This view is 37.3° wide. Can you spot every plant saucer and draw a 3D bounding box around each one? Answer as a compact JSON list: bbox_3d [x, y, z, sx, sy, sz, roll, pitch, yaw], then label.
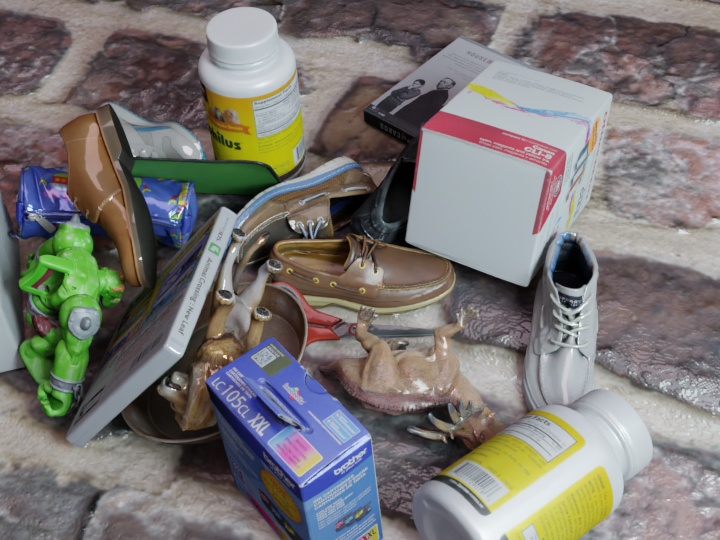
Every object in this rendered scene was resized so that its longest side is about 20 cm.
[{"bbox_3d":[-0.138,0.094,1.035,0.200,0.034,0.200,-15,41,13],"label":"plant saucer"}]

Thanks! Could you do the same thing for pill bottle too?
[{"bbox_3d":[0.152,0.184,0.910,0.200,0.111,0.111,-28,52,-25],"label":"pill bottle"},{"bbox_3d":[-0.124,-0.195,1.216,0.109,0.200,0.109,-2,47,2],"label":"pill bottle"}]

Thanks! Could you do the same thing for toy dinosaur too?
[{"bbox_3d":[0.045,0.111,1.010,0.200,0.086,0.136,3,54,13],"label":"toy dinosaur"}]

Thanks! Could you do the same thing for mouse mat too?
[{"bbox_3d":[-0.185,-0.104,1.182,0.200,0.161,0.008,4,82,6],"label":"mouse mat"}]

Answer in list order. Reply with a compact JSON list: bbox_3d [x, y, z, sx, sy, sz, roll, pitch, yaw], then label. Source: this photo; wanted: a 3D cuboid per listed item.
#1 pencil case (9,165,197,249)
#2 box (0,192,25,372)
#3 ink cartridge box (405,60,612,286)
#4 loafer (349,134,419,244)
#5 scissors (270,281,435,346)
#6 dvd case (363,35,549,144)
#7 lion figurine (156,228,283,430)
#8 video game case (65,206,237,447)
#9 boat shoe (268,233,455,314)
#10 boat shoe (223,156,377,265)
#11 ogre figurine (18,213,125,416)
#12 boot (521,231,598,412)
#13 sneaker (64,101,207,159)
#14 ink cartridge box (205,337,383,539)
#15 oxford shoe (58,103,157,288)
[{"bbox_3d":[-0.279,-0.067,1.166,0.200,0.078,0.087,4,27,-10],"label":"pencil case"},{"bbox_3d":[-0.428,0.011,1.116,0.124,0.098,0.200,-12,47,-8],"label":"box"},{"bbox_3d":[0.160,-0.110,1.134,0.145,0.145,0.200,20,39,20],"label":"ink cartridge box"},{"bbox_3d":[0.064,-0.100,1.187,0.068,0.070,0.201,45,59,-9],"label":"loafer"},{"bbox_3d":[-0.019,0.067,1.089,0.200,0.014,0.073,17,75,8],"label":"scissors"},{"bbox_3d":[0.124,-0.216,1.341,0.150,0.025,0.200,32,56,29],"label":"dvd case"},{"bbox_3d":[-0.121,0.053,0.989,0.072,0.123,0.200,22,30,-2],"label":"lion figurine"},{"bbox_3d":[-0.196,0.054,1.006,0.022,0.200,0.182,34,42,-19],"label":"video game case"},{"bbox_3d":[0.000,0.000,1.120,0.200,0.068,0.072,1,47,4],"label":"boat shoe"},{"bbox_3d":[-0.060,-0.059,1.176,0.200,0.072,0.072,-35,56,-26],"label":"boat shoe"},{"bbox_3d":[-0.296,0.034,1.062,0.098,0.120,0.200,25,39,-18],"label":"ogre figurine"},{"bbox_3d":[0.196,0.054,1.039,0.074,0.096,0.200,2,48,5],"label":"boot"},{"bbox_3d":[-0.261,-0.136,1.260,0.200,0.077,0.081,19,49,32],"label":"sneaker"},{"bbox_3d":[-0.055,0.152,0.894,0.076,0.200,0.136,-33,53,-24],"label":"ink cartridge box"},{"bbox_3d":[-0.253,-0.066,1.067,0.071,0.071,0.200,-20,71,-2],"label":"oxford shoe"}]
